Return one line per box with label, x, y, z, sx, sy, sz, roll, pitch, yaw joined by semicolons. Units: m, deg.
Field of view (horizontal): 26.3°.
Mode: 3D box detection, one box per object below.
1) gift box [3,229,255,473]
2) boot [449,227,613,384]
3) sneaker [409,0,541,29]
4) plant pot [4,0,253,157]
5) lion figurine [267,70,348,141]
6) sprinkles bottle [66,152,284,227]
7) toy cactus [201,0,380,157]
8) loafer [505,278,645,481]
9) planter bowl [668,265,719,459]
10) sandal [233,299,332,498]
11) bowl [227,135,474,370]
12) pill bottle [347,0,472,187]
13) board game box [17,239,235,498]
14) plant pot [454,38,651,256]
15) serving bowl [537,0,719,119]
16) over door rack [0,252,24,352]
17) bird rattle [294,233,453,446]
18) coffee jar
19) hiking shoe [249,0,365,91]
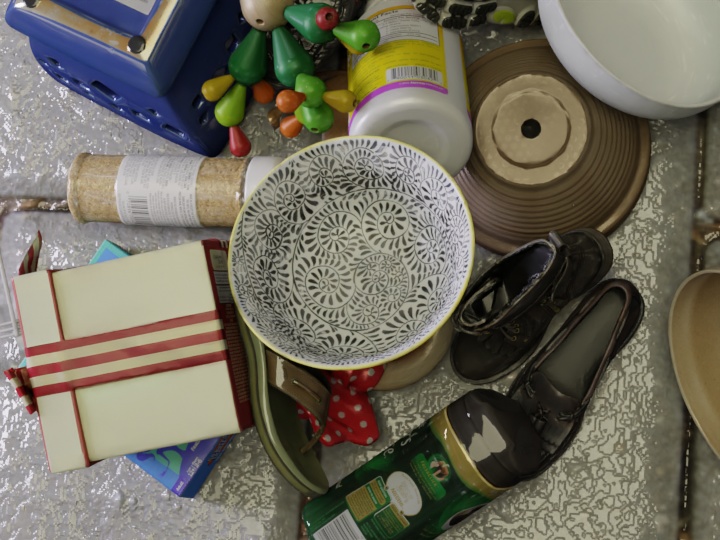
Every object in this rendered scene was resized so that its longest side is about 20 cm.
gift box;-0.190;0.056;1.302;0.186;0.185;0.201;-13;84;6
boot;0.116;0.030;1.277;0.069;0.174;0.200;48;114;15
sneaker;0.095;-0.260;1.349;0.085;0.200;0.077;50;121;34
plant pot;-0.191;-0.245;1.396;0.200;0.180;0.200;26;86;15
lion figurine;-0.011;-0.119;1.393;0.122;0.072;0.201;-21;76;8
sprinkles bottle;-0.166;-0.073;1.420;0.199;0.068;0.069;3;81;12
toy cactus;-0.073;-0.189;1.305;0.102;0.200;0.166;-20;87;-37
loafer;0.174;0.090;1.327;0.072;0.063;0.200;33;88;15
planter bowl;0.363;0.071;1.242;0.134;0.200;0.201;-21;76;-20
sandal;-0.057;0.090;1.278;0.057;0.080;0.202;-14;87;14
bowl;0.000;0.000;1.254;0.200;0.094;0.201;-4;67;11
pill bottle;0.040;-0.166;1.338;0.104;0.104;0.200;-11;42;9
board game box;-0.194;0.089;1.411;0.200;0.045;0.152;33;88;15
plant pot;0.153;-0.114;1.351;0.200;0.093;0.202;-2;80;11
serving bowl;0.232;-0.209;1.330;0.199;0.066;0.201;13;58;-22
over door rack;-0.394;-0.008;1.448;0.147;0.067;0.201;-14;99;9
bird rattle;0.005;0.050;1.354;0.162;0.113;0.201;-12;81;-7
coffee jar;0.055;0.179;1.297;0.200;0.104;0.085;-36;74;17
hiking shoe;-0.032;-0.240;1.407;0.076;0.101;0.200;41;92;1
